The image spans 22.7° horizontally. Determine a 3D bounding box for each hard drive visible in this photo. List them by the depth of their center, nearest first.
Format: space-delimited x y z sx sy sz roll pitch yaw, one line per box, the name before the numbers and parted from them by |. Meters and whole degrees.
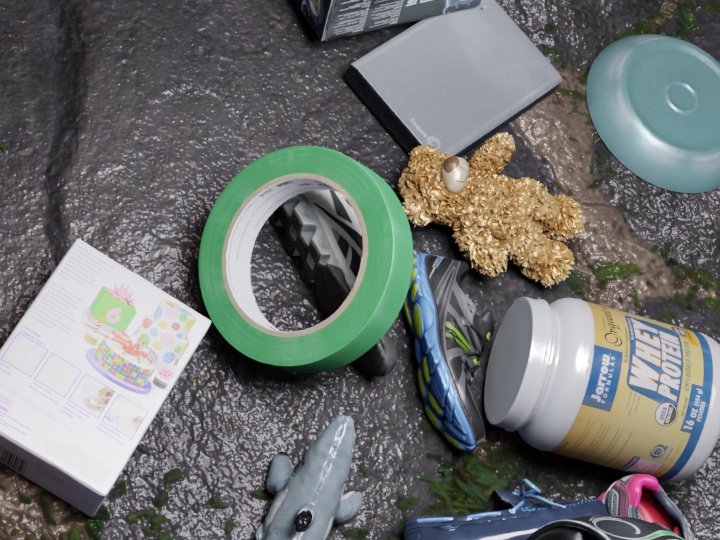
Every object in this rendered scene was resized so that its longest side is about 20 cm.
hard drive | 0.098 -0.199 1.866 0.199 0.033 0.140 -35 79 -31

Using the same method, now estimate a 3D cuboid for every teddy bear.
teddy bear | 0.136 -0.062 1.770 0.200 0.067 0.145 40 70 -9

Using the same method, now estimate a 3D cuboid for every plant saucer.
plant saucer | 0.342 -0.180 1.946 0.198 0.036 0.202 9 60 -16

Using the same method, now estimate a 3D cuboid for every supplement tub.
supplement tub | 0.229 0.109 1.683 0.198 0.145 0.146 15 59 -13

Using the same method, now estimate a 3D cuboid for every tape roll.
tape roll | -0.051 -0.010 1.625 0.198 0.048 0.203 -5 78 24

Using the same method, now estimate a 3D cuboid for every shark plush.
shark plush | -0.062 0.217 1.552 0.091 0.083 0.200 38 57 2

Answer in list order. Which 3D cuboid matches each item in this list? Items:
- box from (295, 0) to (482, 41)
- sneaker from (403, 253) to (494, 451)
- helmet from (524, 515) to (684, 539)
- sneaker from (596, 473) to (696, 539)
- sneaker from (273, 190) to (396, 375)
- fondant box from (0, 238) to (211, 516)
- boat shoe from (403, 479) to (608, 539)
box | 0.016 -0.341 1.861 0.198 0.087 0.165 -17 58 -26
sneaker | 0.092 0.072 1.696 0.082 0.071 0.202 -2 61 -14
helmet | 0.232 0.310 1.550 0.190 0.199 0.202 25 53 -37
sneaker | 0.290 0.282 1.656 0.080 0.075 0.201 -30 77 -30
sneaker | 0.000 0.000 1.691 0.088 0.074 0.201 -19 72 -25
fondant box | -0.241 0.092 1.569 0.143 0.058 0.201 31 58 -2
boat shoe | 0.134 0.226 1.624 0.198 0.084 0.069 -7 62 -26
